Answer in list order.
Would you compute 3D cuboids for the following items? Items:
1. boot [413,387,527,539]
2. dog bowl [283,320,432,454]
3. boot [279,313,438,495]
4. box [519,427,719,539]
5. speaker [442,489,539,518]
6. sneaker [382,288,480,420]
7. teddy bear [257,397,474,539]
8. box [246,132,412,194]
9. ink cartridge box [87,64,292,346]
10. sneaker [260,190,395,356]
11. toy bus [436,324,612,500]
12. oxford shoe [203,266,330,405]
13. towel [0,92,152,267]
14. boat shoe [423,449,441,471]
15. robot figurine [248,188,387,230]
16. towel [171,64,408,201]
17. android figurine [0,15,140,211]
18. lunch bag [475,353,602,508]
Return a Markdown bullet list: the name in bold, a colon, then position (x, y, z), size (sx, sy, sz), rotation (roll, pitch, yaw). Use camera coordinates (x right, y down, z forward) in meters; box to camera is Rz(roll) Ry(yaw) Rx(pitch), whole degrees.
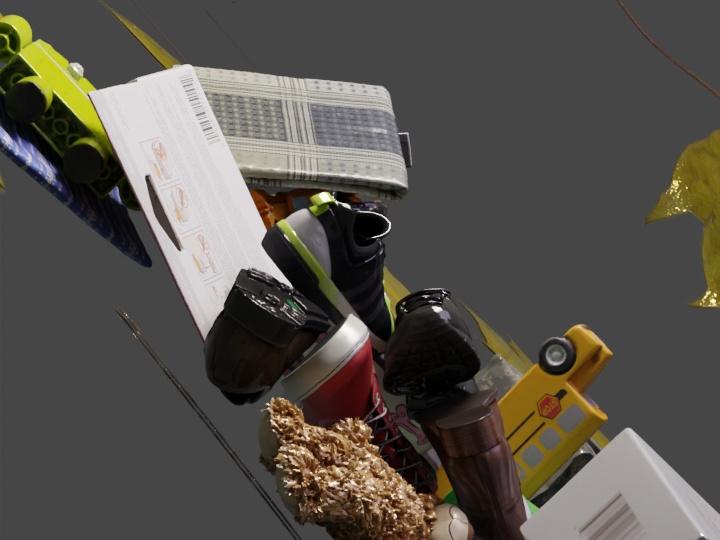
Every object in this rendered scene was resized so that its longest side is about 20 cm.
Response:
- **boot**: position (0.098, 0.192, 1.485), size (0.186, 0.064, 0.202), rotation (-63, 135, -84)
- **dog bowl**: position (-0.004, 0.083, 1.731), size (0.200, 0.074, 0.200), rotation (44, 6, -5)
- **boot**: position (0.012, 0.114, 1.476), size (0.144, 0.072, 0.200), rotation (48, -13, 9)
- **box**: position (0.223, 0.229, 1.369), size (0.200, 0.106, 0.152), rotation (43, 8, -24)
- **speaker**: position (0.135, 0.232, 1.622), size (0.200, 0.088, 0.089), rotation (39, 9, -47)
- **sneaker**: position (0.050, 0.052, 1.560), size (0.200, 0.075, 0.092), rotation (81, 0, -73)
- **teddy bear**: position (0.008, 0.154, 1.368), size (0.200, 0.067, 0.145), rotation (43, 9, -17)
- **box**: position (-0.071, -0.092, 1.806), size (0.198, 0.036, 0.143), rotation (-1, -6, -21)
- **ink cartridge box**: position (-0.134, -0.044, 1.521), size (0.201, 0.044, 0.176), rotation (65, 24, -2)
- **sneaker**: position (0.000, 0.000, 1.564), size (0.072, 0.083, 0.200), rotation (49, 3, 29)
- **toy bus**: position (0.135, 0.137, 1.704), size (0.078, 0.200, 0.065), rotation (45, 6, 11)
- **oxford shoe**: position (-0.074, 0.048, 1.447), size (0.072, 0.085, 0.200), rotation (32, 8, 8)
- **towel**: position (-0.238, -0.093, 1.551), size (0.200, 0.024, 0.145), rotation (42, 8, -30)
- **boat shoe**: position (0.112, 0.195, 1.782), size (0.200, 0.068, 0.075), rotation (47, 6, 17)
- **robot figurine**: position (-0.064, -0.040, 1.728), size (0.200, 0.144, 0.059), rotation (-16, 89, -62)
- **towel**: position (-0.065, -0.111, 1.708), size (0.198, 0.035, 0.193), rotation (6, 30, -9)
- **android figurine**: position (-0.220, -0.120, 1.588), size (0.182, 0.041, 0.200), rotation (48, 9, -7)
- **lunch bag**: position (0.183, 0.204, 2.010), size (0.200, 0.117, 0.164), rotation (48, 3, -44)
